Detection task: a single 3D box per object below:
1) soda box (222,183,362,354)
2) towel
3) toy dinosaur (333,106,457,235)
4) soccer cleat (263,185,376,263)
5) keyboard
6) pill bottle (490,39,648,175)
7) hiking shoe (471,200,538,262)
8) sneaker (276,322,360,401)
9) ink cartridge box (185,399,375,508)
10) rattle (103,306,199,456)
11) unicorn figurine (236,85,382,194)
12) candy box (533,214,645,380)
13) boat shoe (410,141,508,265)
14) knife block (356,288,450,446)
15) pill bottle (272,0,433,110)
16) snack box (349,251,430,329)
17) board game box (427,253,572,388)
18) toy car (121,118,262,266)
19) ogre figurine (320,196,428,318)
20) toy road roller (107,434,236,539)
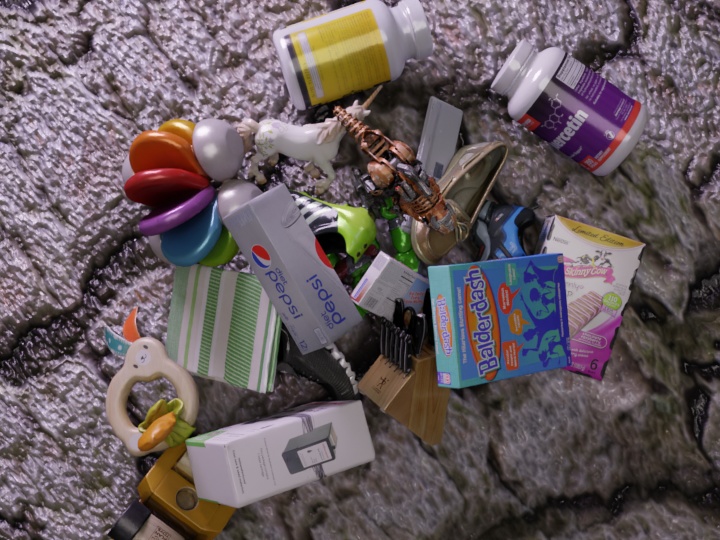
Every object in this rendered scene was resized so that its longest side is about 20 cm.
[{"bbox_3d":[-0.083,-0.001,1.213,0.068,0.063,0.200,-34,97,-42],"label":"soda box"},{"bbox_3d":[-0.182,0.074,1.298,0.200,0.023,0.153,8,91,39],"label":"towel"},{"bbox_3d":[0.046,-0.128,1.236,0.102,0.136,0.201,-22,91,-9],"label":"toy dinosaur"},{"bbox_3d":[-0.073,-0.059,1.293,0.199,0.068,0.081,13,59,32],"label":"soccer cleat"},{"bbox_3d":[0.099,-0.139,1.334,0.056,0.011,0.201,23,72,-30],"label":"keyboard"},{"bbox_3d":[0.280,-0.224,1.325,0.200,0.112,0.113,33,90,-3],"label":"pill bottle"},{"bbox_3d":[0.194,0.004,1.337,0.086,0.074,0.201,4,92,16],"label":"hiking shoe"},{"bbox_3d":[-0.076,0.118,1.319,0.090,0.066,0.200,-39,111,-21],"label":"sneaker"},{"bbox_3d":[-0.104,0.232,1.267,0.199,0.145,0.084,-13,89,-31],"label":"ink cartridge box"},{"bbox_3d":[-0.296,0.138,1.271,0.130,0.143,0.201,-19,80,18],"label":"rattle"},{"bbox_3d":[-0.071,-0.168,1.302,0.199,0.138,0.074,-4,54,-14],"label":"unicorn figurine"},{"bbox_3d":[0.296,0.037,1.359,0.136,0.061,0.201,17,90,-3],"label":"candy box"},{"bbox_3d":[0.134,-0.094,1.307,0.073,0.063,0.201,47,60,-22],"label":"boat shoe"},{"bbox_3d":[0.088,0.120,1.295,0.176,0.064,0.200,-50,136,-3],"label":"knife block"},{"bbox_3d":[-0.009,-0.295,1.309,0.199,0.112,0.112,-18,92,-2],"label":"pill bottle"},{"bbox_3d":[0.067,0.041,1.291,0.024,0.200,0.072,37,95,39],"label":"snack box"},{"bbox_3d":[0.182,0.061,1.255,0.199,0.045,0.153,-7,92,-34],"label":"board game box"},{"bbox_3d":[-0.230,-0.092,1.261,0.175,0.150,0.201,-18,99,27],"label":"toy car"},{"bbox_3d":[0.000,0.000,1.328,0.200,0.098,0.120,-32,81,-13],"label":"ogre figurine"},{"bbox_3d":[-0.257,0.334,1.328,0.123,0.146,0.200,37,52,-3],"label":"toy road roller"}]
